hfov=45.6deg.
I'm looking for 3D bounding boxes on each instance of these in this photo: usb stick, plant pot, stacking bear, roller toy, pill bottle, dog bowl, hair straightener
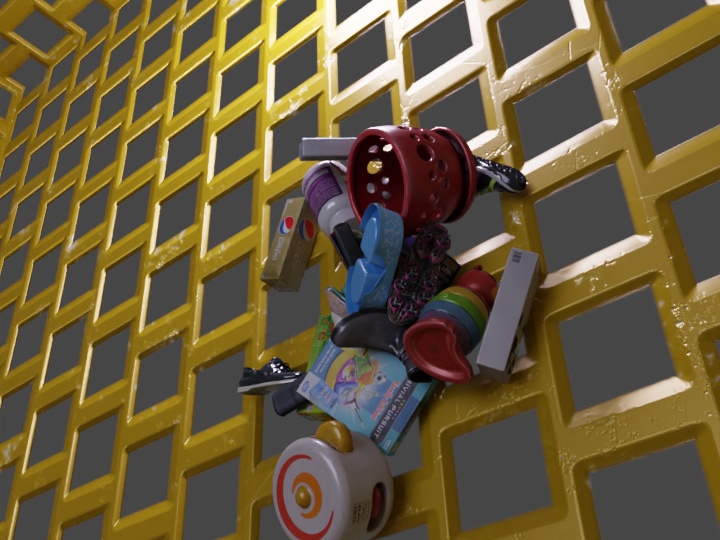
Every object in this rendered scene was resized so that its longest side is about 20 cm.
[{"bbox_3d":[-0.084,0.207,1.583,0.200,0.033,0.056,-33,49,24],"label":"usb stick"},{"bbox_3d":[0.098,-0.161,1.549,0.200,0.182,0.202,19,113,56],"label":"plant pot"},{"bbox_3d":[0.165,0.073,1.404,0.113,0.122,0.200,-1,33,40],"label":"stacking bear"},{"bbox_3d":[-0.049,0.358,1.397,0.200,0.139,0.183,-43,61,34],"label":"roller toy"},{"bbox_3d":[-0.046,-0.133,1.786,0.112,0.112,0.200,-43,41,15],"label":"pill bottle"},{"bbox_3d":[0.024,-0.014,1.458,0.112,0.049,0.201,-118,40,-62],"label":"dog bowl"},{"bbox_3d":[0.000,0.000,1.555,0.077,0.041,0.201,117,133,-64],"label":"hair straightener"}]

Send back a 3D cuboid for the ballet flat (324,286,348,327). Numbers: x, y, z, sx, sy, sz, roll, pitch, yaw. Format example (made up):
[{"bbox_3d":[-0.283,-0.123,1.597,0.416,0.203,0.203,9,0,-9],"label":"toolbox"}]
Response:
[{"bbox_3d":[-0.005,0.104,1.574,0.200,0.068,0.067,35,87,26],"label":"ballet flat"}]

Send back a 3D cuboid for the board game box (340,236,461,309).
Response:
[{"bbox_3d":[0.071,0.016,1.614,0.200,0.057,0.166,31,89,50],"label":"board game box"}]

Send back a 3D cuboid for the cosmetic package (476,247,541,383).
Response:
[{"bbox_3d":[0.241,0.073,1.378,0.050,0.083,0.201,14,73,18],"label":"cosmetic package"}]

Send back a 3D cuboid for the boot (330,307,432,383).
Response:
[{"bbox_3d":[0.060,0.129,1.427,0.070,0.199,0.132,105,148,-41],"label":"boot"}]

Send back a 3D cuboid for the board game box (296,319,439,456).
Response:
[{"bbox_3d":[0.011,0.201,1.486,0.199,0.047,0.151,31,88,22],"label":"board game box"}]

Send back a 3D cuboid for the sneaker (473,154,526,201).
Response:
[{"bbox_3d":[0.227,-0.161,1.587,0.200,0.071,0.083,32,117,49],"label":"sneaker"}]

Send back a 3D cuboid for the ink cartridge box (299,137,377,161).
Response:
[{"bbox_3d":[-0.022,-0.242,1.724,0.200,0.199,0.041,-143,54,-82],"label":"ink cartridge box"}]

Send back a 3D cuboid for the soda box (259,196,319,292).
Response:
[{"bbox_3d":[-0.148,-0.056,1.872,0.064,0.068,0.201,-3,63,43],"label":"soda box"}]

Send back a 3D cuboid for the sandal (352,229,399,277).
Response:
[{"bbox_3d":[0.020,-0.045,1.610,0.057,0.080,0.201,-22,27,-18],"label":"sandal"}]

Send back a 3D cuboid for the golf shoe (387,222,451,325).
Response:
[{"bbox_3d":[0.098,0.017,1.475,0.201,0.072,0.092,-62,-3,-30],"label":"golf shoe"}]

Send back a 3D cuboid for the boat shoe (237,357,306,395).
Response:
[{"bbox_3d":[-0.174,0.208,1.716,0.199,0.074,0.067,-19,63,48],"label":"boat shoe"}]

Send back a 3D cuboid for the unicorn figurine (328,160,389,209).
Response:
[{"bbox_3d":[0.048,-0.161,1.713,0.199,0.074,0.138,-9,47,-14],"label":"unicorn figurine"}]

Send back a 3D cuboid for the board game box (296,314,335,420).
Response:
[{"bbox_3d":[-0.050,0.182,1.630,0.101,0.048,0.201,-10,58,40],"label":"board game box"}]
